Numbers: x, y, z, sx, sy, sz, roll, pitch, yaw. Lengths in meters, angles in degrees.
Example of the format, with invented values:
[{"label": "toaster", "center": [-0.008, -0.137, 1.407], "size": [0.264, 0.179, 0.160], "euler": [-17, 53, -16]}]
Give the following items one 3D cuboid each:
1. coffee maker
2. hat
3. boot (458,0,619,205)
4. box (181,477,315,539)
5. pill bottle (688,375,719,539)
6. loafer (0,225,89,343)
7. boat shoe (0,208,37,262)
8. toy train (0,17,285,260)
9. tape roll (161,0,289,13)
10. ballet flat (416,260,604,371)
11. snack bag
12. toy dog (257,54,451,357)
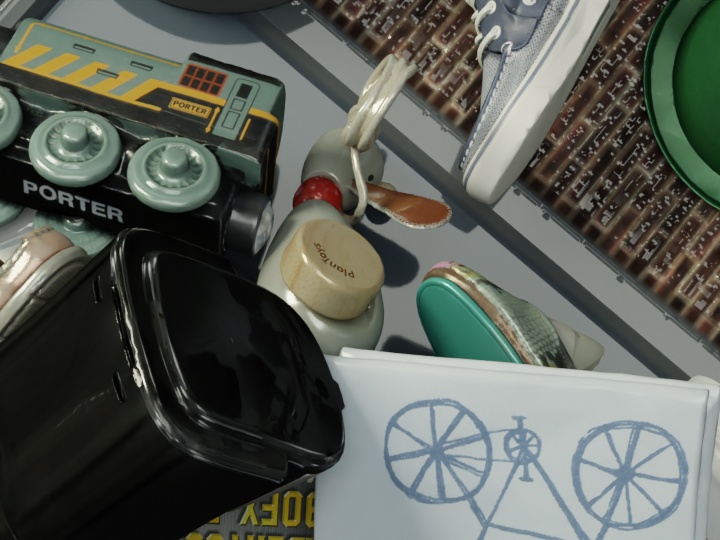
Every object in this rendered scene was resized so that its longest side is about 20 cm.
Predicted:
[{"label": "coffee maker", "center": [-0.132, 0.087, 0.817], "size": [0.200, 0.192, 0.135], "euler": [-38, 77, 28]}, {"label": "hat", "center": [0.240, -0.120, 0.972], "size": [0.198, 0.176, 0.167], "euler": [11, 81, -2]}, {"label": "boot", "center": [0.084, -0.137, 1.027], "size": [0.090, 0.073, 0.201], "euler": [28, 72, 8]}, {"label": "box", "center": [-0.082, 0.147, 0.944], "size": [0.198, 0.048, 0.160], "euler": [1, 80, 18]}, {"label": "pill bottle", "center": [0.129, 0.150, 0.956], "size": [0.200, 0.113, 0.113], "euler": [-40, 85, -9]}, {"label": "loafer", "center": [-0.210, 0.047, 0.936], "size": [0.063, 0.072, 0.201], "euler": [43, 119, 13]}, {"label": "boat shoe", "center": [-0.168, -0.028, 0.991], "size": [0.199, 0.072, 0.069], "euler": [-29, 68, -4]}, {"label": "toy train", "center": [-0.131, -0.067, 0.939], "size": [0.198, 0.086, 0.115], "euler": [16, 51, 8]}, {"label": "tape roll", "center": [-0.076, -0.250, 1.030], "size": [0.198, 0.066, 0.203], "euler": [0, 82, -3]}, {"label": "ballet flat", "center": [0.103, 0.076, 0.893], "size": [0.071, 0.069, 0.201], "euler": [-27, 79, -30]}, {"label": "snack bag", "center": [0.067, 0.143, 0.852], "size": [0.187, 0.021, 0.202], "euler": [4, 94, 14]}, {"label": "toy dog", "center": [0.000, 0.000, 0.944], "size": [0.096, 0.132, 0.201], "euler": [34, 53, -10]}]
